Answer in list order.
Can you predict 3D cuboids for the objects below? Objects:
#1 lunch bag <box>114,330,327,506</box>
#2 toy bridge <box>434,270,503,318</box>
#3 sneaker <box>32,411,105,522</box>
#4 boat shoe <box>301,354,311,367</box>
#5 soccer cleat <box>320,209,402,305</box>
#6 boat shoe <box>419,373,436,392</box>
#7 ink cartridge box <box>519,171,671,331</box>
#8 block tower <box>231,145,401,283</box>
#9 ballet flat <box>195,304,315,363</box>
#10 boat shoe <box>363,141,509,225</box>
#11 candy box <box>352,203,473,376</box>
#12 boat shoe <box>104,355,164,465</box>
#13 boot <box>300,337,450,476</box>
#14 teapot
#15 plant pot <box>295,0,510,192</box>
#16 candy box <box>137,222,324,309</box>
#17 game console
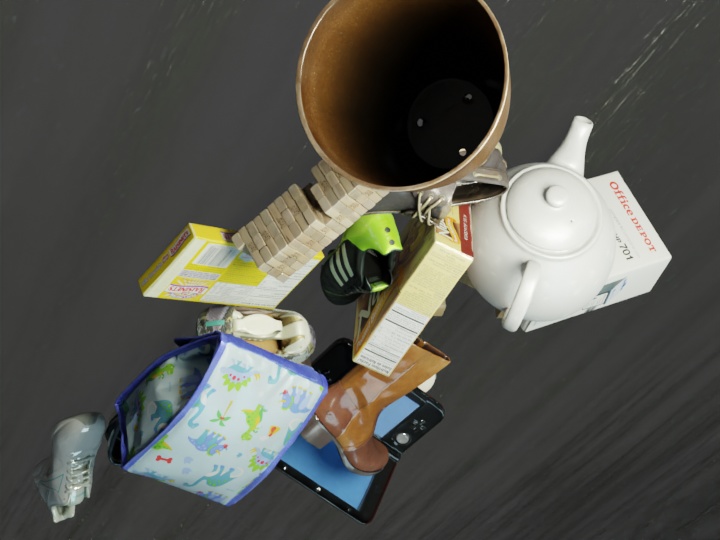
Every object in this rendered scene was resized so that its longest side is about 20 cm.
[{"bbox_3d":[-0.160,0.158,1.362,0.169,0.129,0.200,27,124,-39],"label":"lunch bag"},{"bbox_3d":[0.096,0.025,1.518,0.197,0.068,0.027,2,148,-10],"label":"toy bridge"},{"bbox_3d":[-0.362,0.250,1.505,0.070,0.081,0.201,-5,146,-32],"label":"sneaker"},{"bbox_3d":[-0.129,0.112,1.486,0.072,0.060,0.199,-37,152,23],"label":"boat shoe"},{"bbox_3d":[0.000,0.000,1.372,0.067,0.082,0.201,-14,154,-22],"label":"soccer cleat"},{"bbox_3d":[0.015,0.173,1.729,0.198,0.073,0.069,-28,-176,5],"label":"boat shoe"},{"bbox_3d":[0.267,-0.027,1.495,0.197,0.148,0.086,-17,151,-19],"label":"ink cartridge box"},{"bbox_3d":[-0.037,-0.070,1.217,0.199,0.058,0.054,-39,151,12],"label":"block tower"},{"bbox_3d":[-0.106,0.076,1.421,0.072,0.073,0.199,-41,149,29],"label":"ballet flat"},{"bbox_3d":[0.077,-0.093,1.284,0.197,0.074,0.075,-18,153,-17],"label":"boat shoe"},{"bbox_3d":[0.059,0.013,1.378,0.055,0.116,0.201,23,125,-14],"label":"candy box"},{"bbox_3d":[-0.259,0.173,1.459,0.074,0.062,0.200,30,128,-28],"label":"boat shoe"},{"bbox_3d":[0.035,0.168,1.543,0.200,0.069,0.188,-41,127,12],"label":"boot"},{"bbox_3d":[0.209,-0.045,1.351,0.195,0.202,0.147,-20,158,-14],"label":"teapot"},{"bbox_3d":[0.060,-0.153,1.074,0.186,0.189,0.200,-32,168,12],"label":"plant pot"},{"bbox_3d":[-0.140,-0.002,1.306,0.102,0.027,0.199,-42,150,29],"label":"candy box"},{"bbox_3d":[-0.006,0.223,1.631,0.199,0.119,0.172,36,121,-19],"label":"game console"}]
